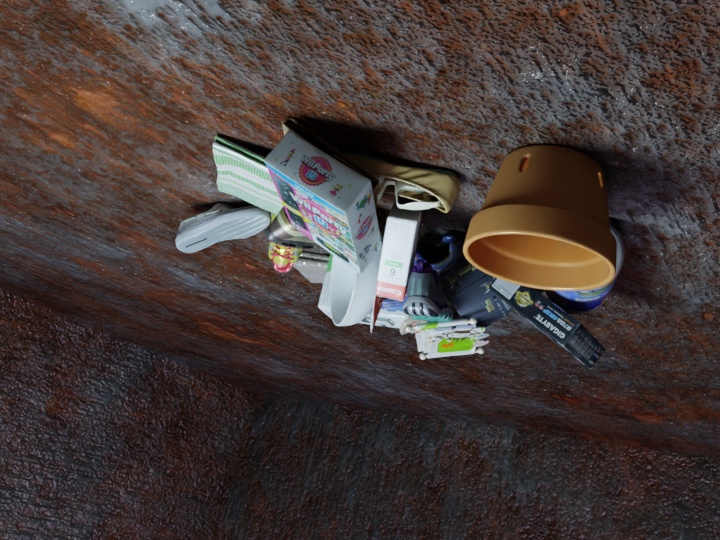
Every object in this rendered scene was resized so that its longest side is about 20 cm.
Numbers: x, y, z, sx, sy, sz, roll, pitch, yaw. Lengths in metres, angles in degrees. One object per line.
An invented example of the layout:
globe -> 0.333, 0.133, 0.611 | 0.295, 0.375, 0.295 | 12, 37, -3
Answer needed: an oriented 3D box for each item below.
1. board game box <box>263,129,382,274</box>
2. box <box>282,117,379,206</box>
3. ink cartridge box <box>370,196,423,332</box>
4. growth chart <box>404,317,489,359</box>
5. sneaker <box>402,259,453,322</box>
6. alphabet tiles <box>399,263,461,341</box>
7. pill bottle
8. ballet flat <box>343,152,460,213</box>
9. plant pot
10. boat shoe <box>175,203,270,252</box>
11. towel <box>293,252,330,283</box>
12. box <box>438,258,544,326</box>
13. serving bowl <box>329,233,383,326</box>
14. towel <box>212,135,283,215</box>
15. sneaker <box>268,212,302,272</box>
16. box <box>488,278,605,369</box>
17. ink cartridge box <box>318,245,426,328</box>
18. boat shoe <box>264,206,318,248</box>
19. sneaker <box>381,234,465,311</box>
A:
board game box -> -0.048, -0.095, 1.155 | 0.147, 0.064, 0.200 | 34, 163, 20
box -> -0.044, -0.133, 1.200 | 0.163, 0.021, 0.200 | 36, 165, 10
ink cartridge box -> 0.059, -0.008, 1.275 | 0.050, 0.202, 0.109 | 11, -156, 7
growth chart -> 0.163, 0.123, 1.446 | 0.143, 0.018, 0.200 | -9, 156, 8
sneaker -> 0.114, 0.035, 1.291 | 0.073, 0.089, 0.200 | 4, 173, 10
alphabet tiles -> 0.165, 0.054, 1.432 | 0.194, 0.015, 0.201 | -15, 145, -29
pill bottle -> 0.347, 0.003, 1.263 | 0.111, 0.113, 0.200 | 10, 162, 13
ballet flat -> 0.046, -0.127, 1.176 | 0.197, 0.064, 0.069 | 11, 162, 11
plant pot -> 0.247, -0.072, 1.063 | 0.198, 0.142, 0.200 | 13, 162, 4
boat shoe -> -0.265, -0.096, 1.510 | 0.198, 0.067, 0.074 | -15, 150, 14
towel -> -0.048, 0.003, 1.701 | 0.198, 0.035, 0.133 | 6, 161, 24
box -> 0.231, 0.023, 1.377 | 0.157, 0.051, 0.200 | -31, 150, 6
serving bowl -> 0.000, 0.000, 1.391 | 0.065, 0.203, 0.200 | 8, 164, -14
towel -> -0.173, -0.146, 1.317 | 0.151, 0.024, 0.200 | 24, 163, 0
sneaker -> -0.138, -0.052, 1.505 | 0.077, 0.091, 0.200 | 14, 161, 3
box -> 0.311, 0.081, 1.317 | 0.159, 0.046, 0.200 | 41, -175, 32
ink cartridge box -> 0.037, 0.025, 1.515 | 0.198, 0.148, 0.084 | 5, 161, 23
boat shoe -> -0.100, -0.071, 1.362 | 0.066, 0.072, 0.200 | -31, 169, 18
sneaker -> 0.103, -0.003, 1.401 | 0.199, 0.076, 0.079 | -34, 139, 6
